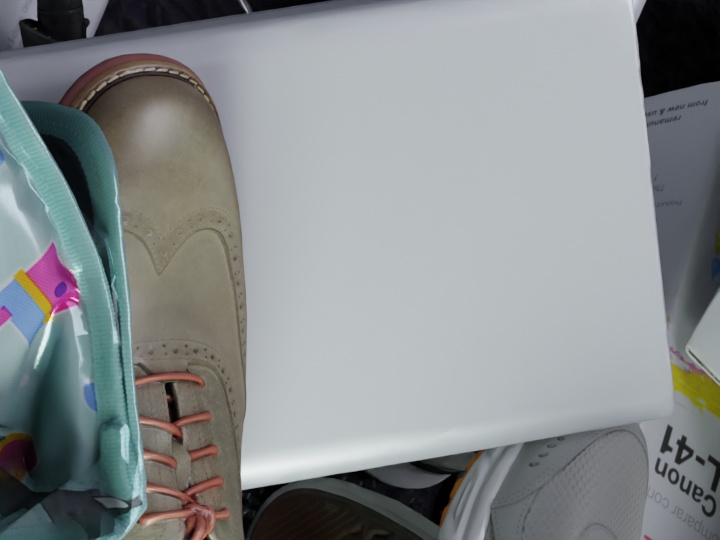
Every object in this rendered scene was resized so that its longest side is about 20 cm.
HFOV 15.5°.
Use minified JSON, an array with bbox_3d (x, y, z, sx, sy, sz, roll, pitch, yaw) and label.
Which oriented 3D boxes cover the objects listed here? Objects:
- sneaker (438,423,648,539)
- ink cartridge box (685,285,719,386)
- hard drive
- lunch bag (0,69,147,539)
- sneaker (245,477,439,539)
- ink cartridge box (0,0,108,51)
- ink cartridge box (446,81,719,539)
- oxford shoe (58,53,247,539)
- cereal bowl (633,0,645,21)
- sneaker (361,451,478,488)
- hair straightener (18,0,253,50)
[{"bbox_3d":[0.062,0.127,0.738,0.076,0.092,0.200,47,52,-42],"label":"sneaker"},{"bbox_3d":[0.226,-0.004,0.879,0.200,0.085,0.145,2,124,-43],"label":"ink cartridge box"},{"bbox_3d":[-0.018,-0.007,0.739,0.200,0.026,0.132,-9,105,-6],"label":"hard drive"},{"bbox_3d":[-0.150,-0.008,0.649,0.200,0.170,0.122,52,61,-23],"label":"lunch bag"},{"bbox_3d":[0.047,0.141,0.851,0.200,0.073,0.085,41,11,7],"label":"sneaker"},{"bbox_3d":[-0.149,-0.143,0.756,0.200,0.057,0.163,33,63,-28],"label":"ink cartridge box"},{"bbox_3d":[0.124,0.055,0.939,0.148,0.086,0.200,37,59,-32],"label":"ink cartridge box"},{"bbox_3d":[-0.051,0.046,0.686,0.070,0.075,0.200,-5,106,-29],"label":"oxford shoe"},{"bbox_3d":[0.061,-0.121,0.865,0.083,0.200,0.200,23,62,6],"label":"cereal bowl"},{"bbox_3d":[0.000,0.000,0.817,0.200,0.115,0.076,36,61,-32],"label":"sneaker"},{"bbox_3d":[-0.054,-0.012,0.768,0.077,0.041,0.200,-7,105,-7],"label":"hair straightener"}]
